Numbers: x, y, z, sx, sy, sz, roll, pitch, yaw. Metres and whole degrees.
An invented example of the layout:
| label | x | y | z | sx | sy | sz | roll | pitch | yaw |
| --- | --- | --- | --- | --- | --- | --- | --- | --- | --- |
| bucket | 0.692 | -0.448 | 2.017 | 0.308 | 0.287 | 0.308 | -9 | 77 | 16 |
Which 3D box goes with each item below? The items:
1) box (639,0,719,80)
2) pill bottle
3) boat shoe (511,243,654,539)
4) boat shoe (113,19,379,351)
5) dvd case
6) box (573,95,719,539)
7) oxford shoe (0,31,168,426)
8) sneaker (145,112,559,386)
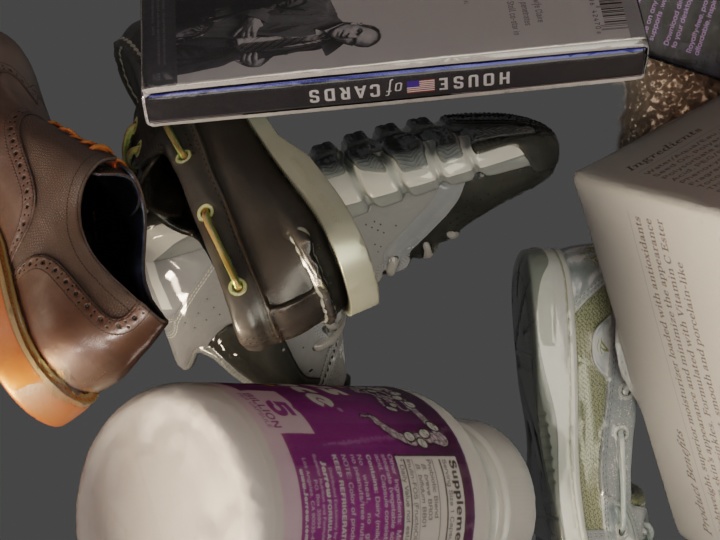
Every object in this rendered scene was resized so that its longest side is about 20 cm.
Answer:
| label | x | y | z | sx | sy | sz | roll | pitch | yaw |
| --- | --- | --- | --- | --- | --- | --- | --- | --- | --- |
| box | 0.149 | -0.169 | 0.866 | 0.200 | 0.036 | 0.143 | 15 | 96 | -12 |
| pill bottle | -0.015 | 0.105 | 0.805 | 0.200 | 0.112 | 0.112 | 6 | 100 | -49 |
| boat shoe | 0.114 | 0.086 | 0.885 | 0.065 | 0.074 | 0.202 | -8 | 94 | -5 |
| boat shoe | -0.065 | -0.043 | 0.768 | 0.061 | 0.201 | 0.072 | -27 | 136 | -13 |
| dvd case | 0.008 | -0.129 | 0.773 | 0.200 | 0.150 | 0.025 | -5 | 140 | -1 |
| box | 0.229 | 0.012 | 0.827 | 0.200 | 0.131 | 0.199 | -28 | 114 | -21 |
| oxford shoe | -0.124 | -0.033 | 0.767 | 0.073 | 0.200 | 0.071 | -33 | 145 | 16 |
| sneaker | 0.000 | 0.000 | 0.853 | 0.200 | 0.075 | 0.116 | -13 | 107 | 2 |
